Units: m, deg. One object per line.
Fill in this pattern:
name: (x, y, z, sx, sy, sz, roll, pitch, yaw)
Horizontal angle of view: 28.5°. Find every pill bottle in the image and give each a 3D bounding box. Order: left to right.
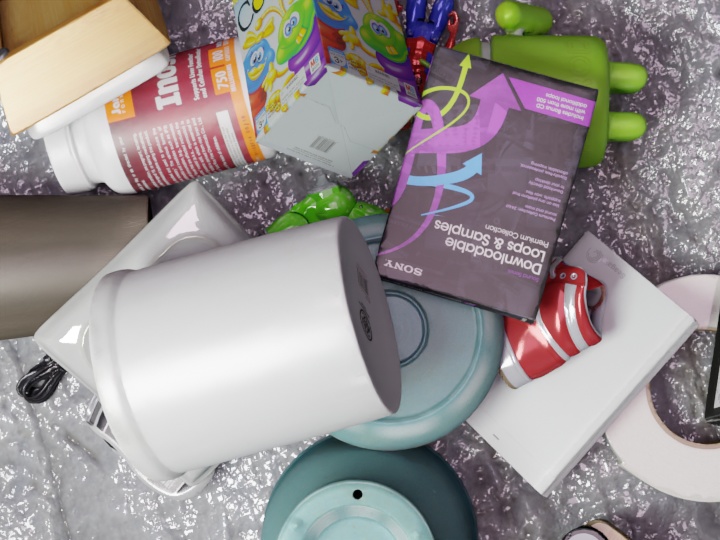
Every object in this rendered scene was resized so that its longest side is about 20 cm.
pill bottle: (-0.179, -0.134, 1.282, 0.199, 0.113, 0.114, -15, 85, 3)

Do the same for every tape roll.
tape roll: (0.306, 0.105, 1.269, 0.201, 0.037, 0.205, 0, 86, 3)

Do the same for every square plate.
square plate: (-0.143, 0.061, 1.220, 0.198, 0.028, 0.200, -43, 106, 4)

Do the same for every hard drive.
hard drive: (0.183, 0.081, 1.255, 0.200, 0.026, 0.132, -49, 59, 4)

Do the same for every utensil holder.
utensil holder: (-0.084, 0.060, 1.102, 0.199, 0.170, 0.171, -14, 85, 12)

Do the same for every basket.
basket: (-0.284, -0.005, 1.265, 0.198, 0.180, 0.137, -4, 104, -5)

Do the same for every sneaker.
sneaker: (0.148, -0.009, 1.246, 0.112, 0.071, 0.201, -26, 71, 21)

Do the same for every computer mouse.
computer mouse: (-0.213, 0.135, 1.304, 0.200, 0.044, 0.110, 42, 85, 11)

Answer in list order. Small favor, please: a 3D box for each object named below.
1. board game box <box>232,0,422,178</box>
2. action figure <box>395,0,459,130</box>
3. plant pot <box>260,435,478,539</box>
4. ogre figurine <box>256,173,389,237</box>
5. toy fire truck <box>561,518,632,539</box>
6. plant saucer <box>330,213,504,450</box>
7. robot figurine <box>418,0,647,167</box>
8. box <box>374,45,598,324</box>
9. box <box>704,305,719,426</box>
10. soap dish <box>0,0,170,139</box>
board game box: (-0.033, -0.199, 1.220, 0.103, 0.104, 0.201, -43, 44, 35)
action figure: (0.059, -0.227, 1.305, 0.065, 0.052, 0.202, 12, 90, 1)
plant pot: (0.002, 0.240, 1.207, 0.198, 0.188, 0.202, 0, 87, 4)
ogre figurine: (0.000, 0.000, 1.270, 0.199, 0.098, 0.120, 33, 100, 15)
toy fire truck: (0.230, 0.337, 1.230, 0.199, 0.129, 0.177, 35, 90, 16)
plant saucer: (0.024, 0.050, 1.195, 0.198, 0.027, 0.202, 0, 85, -1)
robot figurine: (0.151, -0.149, 1.257, 0.198, 0.116, 0.177, 0, 95, 4)
box: (0.103, -0.071, 1.175, 0.142, 0.036, 0.201, 15, 86, 3)
box: (0.395, 0.046, 1.207, 0.163, 0.086, 0.201, 14, 76, -8)
soap dish: (-0.256, -0.216, 1.255, 0.157, 0.200, 0.081, -29, 126, 3)
